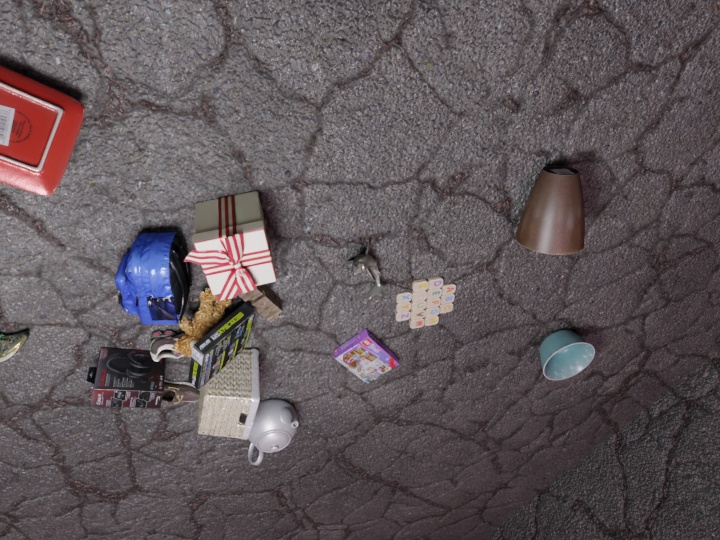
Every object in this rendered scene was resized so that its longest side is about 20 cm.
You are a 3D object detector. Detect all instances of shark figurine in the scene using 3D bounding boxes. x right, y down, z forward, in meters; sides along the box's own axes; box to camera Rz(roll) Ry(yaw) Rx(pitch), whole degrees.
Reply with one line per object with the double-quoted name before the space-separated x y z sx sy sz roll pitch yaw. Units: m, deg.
"shark figurine" 0.007 -0.005 1.512 0.088 0.130 0.215 -4 155 20

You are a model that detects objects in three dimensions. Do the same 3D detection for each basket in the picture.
"basket" -0.393 0.365 1.603 0.158 0.202 0.200 7 128 -20

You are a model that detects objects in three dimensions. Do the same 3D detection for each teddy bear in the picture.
"teddy bear" -0.418 0.145 1.445 0.201 0.066 0.146 -53 147 -17

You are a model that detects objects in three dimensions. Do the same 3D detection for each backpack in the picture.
"backpack" -0.499 0.014 1.294 0.165 0.164 0.202 0 131 -12

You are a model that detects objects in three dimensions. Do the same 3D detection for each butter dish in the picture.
"butter dish" -0.662 -0.260 1.031 0.197 0.147 0.203 20 79 -31

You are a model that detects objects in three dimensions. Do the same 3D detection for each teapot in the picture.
"teapot" -0.302 0.548 1.823 0.194 0.147 0.202 -11 133 -8

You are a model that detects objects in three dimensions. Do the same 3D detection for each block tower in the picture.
"block tower" -0.289 0.060 1.472 0.054 0.058 0.200 -31 133 11

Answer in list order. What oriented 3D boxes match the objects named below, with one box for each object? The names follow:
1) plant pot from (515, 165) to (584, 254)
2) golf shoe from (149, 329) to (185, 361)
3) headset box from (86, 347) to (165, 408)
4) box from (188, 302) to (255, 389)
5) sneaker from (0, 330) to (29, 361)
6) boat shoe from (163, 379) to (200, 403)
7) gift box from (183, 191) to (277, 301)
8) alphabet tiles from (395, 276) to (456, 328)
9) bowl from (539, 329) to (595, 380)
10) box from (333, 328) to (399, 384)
"plant pot" 0.529 -0.174 1.460 0.183 0.187 0.203 -6 117 -12
"golf shoe" -0.490 0.206 1.512 0.196 0.089 0.078 -13 131 -8
"headset box" -0.652 0.299 1.498 0.197 0.150 0.078 10 126 -23
"box" -0.378 0.207 1.463 0.047 0.193 0.201 36 140 9
"sneaker" -0.949 0.187 1.367 0.197 0.077 0.090 -19 124 -3
"boat shoe" -0.578 0.376 1.647 0.198 0.060 0.072 26 118 -33
"gift box" -0.308 -0.051 1.281 0.197 0.188 0.186 -17 132 -4
"alphabet tiles" 0.205 0.104 1.690 0.192 0.015 0.202 -9 131 -10
"bowl" 0.734 0.294 1.956 0.197 0.106 0.203 -9 131 -10
"box" 0.021 0.287 1.772 0.136 0.039 0.200 -34 131 13
